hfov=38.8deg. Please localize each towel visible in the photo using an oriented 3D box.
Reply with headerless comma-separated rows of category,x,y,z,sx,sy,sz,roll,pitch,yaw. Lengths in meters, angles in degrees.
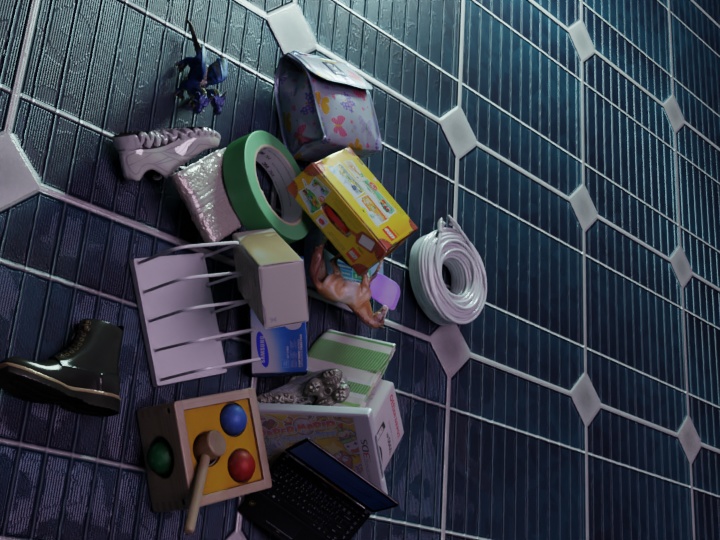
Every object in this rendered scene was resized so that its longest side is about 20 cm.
towel,-0.041,0.187,1.763,0.023,0.152,0.200,80,31,-43
towel,-0.231,-0.127,1.691,0.133,0.034,0.200,63,26,-10

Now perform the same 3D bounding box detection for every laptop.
laptop,-0.068,0.366,1.584,0.177,0.200,0.103,37,9,-6

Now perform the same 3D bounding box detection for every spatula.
spatula,0.000,0.000,1.877,0.200,0.021,0.057,40,58,-31

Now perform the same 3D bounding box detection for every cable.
cable,0.178,0.014,2.093,0.200,0.069,0.200,48,49,-26

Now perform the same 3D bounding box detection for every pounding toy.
pounding toy,-0.234,0.281,1.521,0.200,0.142,0.184,-4,81,-47

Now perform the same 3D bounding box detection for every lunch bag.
lunch bag,-0.062,-0.307,1.898,0.170,0.127,0.200,5,68,-48

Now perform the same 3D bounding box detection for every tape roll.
tape roll,-0.157,-0.139,1.757,0.200,0.048,0.201,46,33,-42

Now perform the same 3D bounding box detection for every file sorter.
file sorter,-0.250,0.064,1.585,0.139,0.124,0.200,-7,83,-47

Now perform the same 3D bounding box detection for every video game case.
video game case,-0.065,0.291,1.617,0.023,0.200,0.182,-61,147,-55

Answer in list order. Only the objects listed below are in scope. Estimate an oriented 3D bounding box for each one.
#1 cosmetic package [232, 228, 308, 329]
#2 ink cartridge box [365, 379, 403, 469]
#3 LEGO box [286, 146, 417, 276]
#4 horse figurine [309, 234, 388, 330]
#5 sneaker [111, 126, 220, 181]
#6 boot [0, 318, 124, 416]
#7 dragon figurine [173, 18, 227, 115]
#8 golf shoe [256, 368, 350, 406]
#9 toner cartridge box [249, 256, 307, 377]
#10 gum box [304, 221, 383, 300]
cosmetic package,-0.143,0.009,1.601,0.071,0.200,0.105,-9,110,-16
ink cartridge box,-0.007,0.299,1.759,0.200,0.084,0.146,-57,148,-39
LEGO box,-0.012,-0.108,1.798,0.200,0.077,0.149,50,31,3
horse figurine,-0.025,0.017,1.820,0.200,0.050,0.133,23,79,-37
sneaker,-0.309,-0.190,1.649,0.200,0.075,0.081,-16,104,-46
boot,-0.419,0.117,1.438,0.200,0.077,0.138,34,50,-51
dragon figurine,-0.261,-0.337,1.713,0.059,0.099,0.200,23,62,-41
golf shoe,-0.115,0.219,1.689,0.200,0.097,0.078,-20,97,-5
toner cartridge box,-0.140,0.077,1.722,0.095,0.043,0.200,-2,76,-7
gum box,-0.030,-0.057,1.911,0.170,0.045,0.200,14,69,-43
